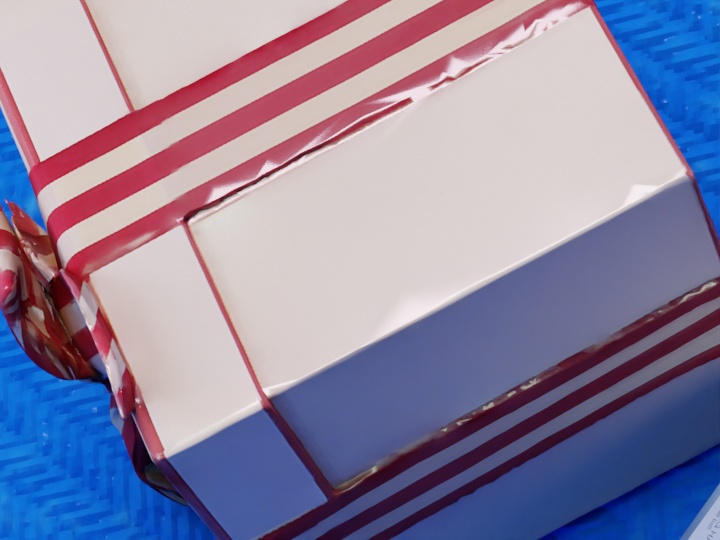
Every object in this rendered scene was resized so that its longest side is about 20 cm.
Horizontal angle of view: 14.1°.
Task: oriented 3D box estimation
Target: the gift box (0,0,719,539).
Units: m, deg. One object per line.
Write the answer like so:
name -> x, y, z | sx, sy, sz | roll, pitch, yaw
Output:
gift box -> 0.000, 0.000, 0.843 | 0.186, 0.185, 0.200 | -27, 54, 3

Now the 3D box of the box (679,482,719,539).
box -> 0.167, 0.062, 0.784 | 0.200, 0.038, 0.136 | -54, 36, -10
